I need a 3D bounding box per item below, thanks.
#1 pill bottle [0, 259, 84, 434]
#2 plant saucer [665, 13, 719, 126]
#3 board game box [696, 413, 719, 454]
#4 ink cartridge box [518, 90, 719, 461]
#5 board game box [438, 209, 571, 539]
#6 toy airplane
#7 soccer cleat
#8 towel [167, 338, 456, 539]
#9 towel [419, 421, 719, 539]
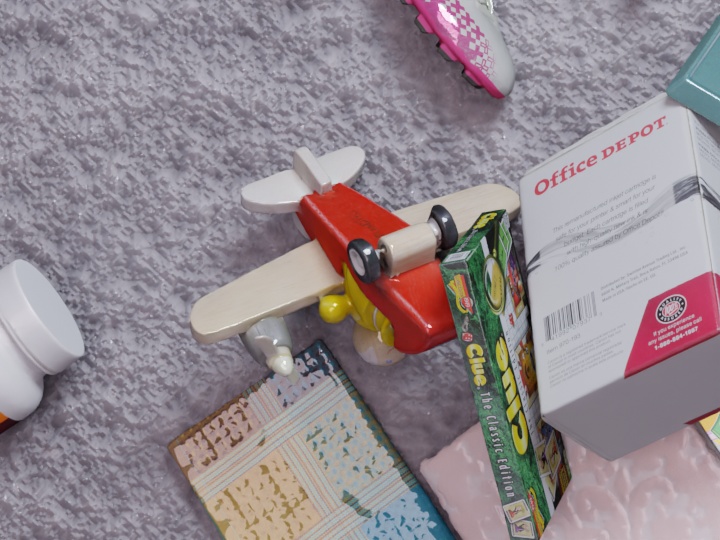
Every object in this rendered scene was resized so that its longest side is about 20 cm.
[{"bbox_3d":[-0.306,0.081,1.622,0.200,0.113,0.113,-34,83,8],"label":"pill bottle"},{"bbox_3d":[0.281,-0.169,1.516,0.070,0.019,0.200,32,56,9],"label":"plant saucer"},{"bbox_3d":[0.335,0.133,1.547,0.199,0.034,0.135,-5,88,10],"label":"board game box"},{"bbox_3d":[0.190,0.002,1.485,0.145,0.083,0.201,-29,46,31],"label":"ink cartridge box"},{"bbox_3d":[0.098,0.070,1.480,0.023,0.105,0.201,-8,108,24],"label":"board game box"},{"bbox_3d":[0.000,0.000,1.557,0.199,0.199,0.142,0,121,18],"label":"toy airplane"},{"bbox_3d":[0.061,-0.218,1.588,0.086,0.070,0.200,-38,82,7],"label":"soccer cleat"},{"bbox_3d":[-0.031,0.171,1.619,0.146,0.022,0.200,-34,81,6],"label":"towel"},{"bbox_3d":[0.166,0.167,1.559,0.191,0.032,0.200,-38,76,17],"label":"towel"}]
